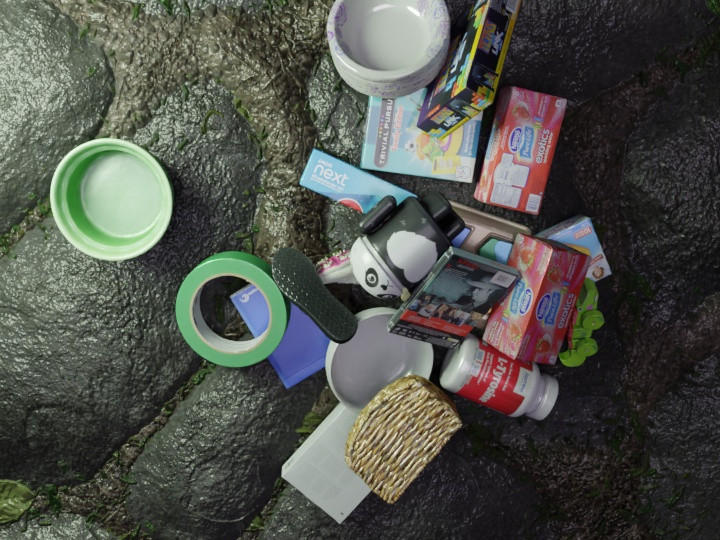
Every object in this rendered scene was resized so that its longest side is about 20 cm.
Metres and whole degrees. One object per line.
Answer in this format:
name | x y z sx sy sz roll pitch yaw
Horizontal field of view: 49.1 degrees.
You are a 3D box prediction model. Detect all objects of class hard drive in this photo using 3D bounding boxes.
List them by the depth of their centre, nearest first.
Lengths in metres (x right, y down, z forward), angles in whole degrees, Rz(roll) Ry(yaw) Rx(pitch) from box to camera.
hard drive | -0.130 0.099 1.441 0.131 0.025 0.201 -30 102 2

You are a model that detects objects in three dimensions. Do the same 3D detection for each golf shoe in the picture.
golf shoe | 0.000 0.000 1.409 0.198 0.075 0.092 -22 105 1

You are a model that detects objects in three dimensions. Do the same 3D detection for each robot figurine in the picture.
robot figurine | 0.076 -0.041 1.311 0.199 0.125 0.151 -38 78 5

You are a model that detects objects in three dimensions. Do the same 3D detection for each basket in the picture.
basket | 0.065 0.281 1.398 0.142 0.149 0.200 41 94 0

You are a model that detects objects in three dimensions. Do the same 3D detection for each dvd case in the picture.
dvd case | 0.155 0.052 1.333 0.145 0.022 0.200 16 130 -27

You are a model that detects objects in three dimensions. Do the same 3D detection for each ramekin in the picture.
ramekin | -0.412 -0.124 1.339 0.198 0.098 0.202 -1 102 -4

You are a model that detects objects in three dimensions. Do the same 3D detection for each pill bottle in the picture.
pill bottle | 0.255 0.199 1.446 0.198 0.112 0.113 23 99 -9

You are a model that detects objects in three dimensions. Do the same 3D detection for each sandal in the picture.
sandal | -0.086 0.048 1.355 0.075 0.048 0.201 -34 77 -24

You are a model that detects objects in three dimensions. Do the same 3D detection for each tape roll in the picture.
tape roll | -0.223 0.070 1.392 0.198 0.048 0.203 1 106 5

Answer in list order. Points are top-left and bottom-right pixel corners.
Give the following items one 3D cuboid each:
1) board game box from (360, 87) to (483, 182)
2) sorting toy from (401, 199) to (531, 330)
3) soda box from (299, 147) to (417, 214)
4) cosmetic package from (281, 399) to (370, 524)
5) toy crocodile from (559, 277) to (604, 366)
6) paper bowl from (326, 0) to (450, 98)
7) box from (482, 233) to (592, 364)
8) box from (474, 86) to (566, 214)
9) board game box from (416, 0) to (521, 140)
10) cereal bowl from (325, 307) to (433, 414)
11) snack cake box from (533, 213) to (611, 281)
board game box | 0.107 -0.242 1.380 0.198 0.047 0.153 6 100 -6
sorting toy | 0.184 -0.007 1.382 0.183 0.036 0.202 19 104 4
soda box | -0.004 -0.143 1.383 0.198 0.064 0.068 24 99 -8
cosmetic package | -0.029 0.353 1.486 0.151 0.052 0.200 42 95 -9
toy crocodile | 0.400 0.096 1.433 0.061 0.068 0.201 -4 136 2
paper bowl | 0.048 -0.377 1.297 0.198 0.104 0.203 -1 72 4
box | 0.300 0.049 1.346 0.099 0.095 0.202 10 104 -32
box | 0.274 -0.209 1.367 0.099 0.096 0.202 11 100 -7
board game box | 0.172 -0.333 1.269 0.056 0.165 0.202 24 69 -18
cereal bowl | 0.026 0.156 1.423 0.198 0.083 0.202 -6 109 -19
snack cake box | 0.339 -0.006 1.435 0.199 0.067 0.116 -26 101 2
